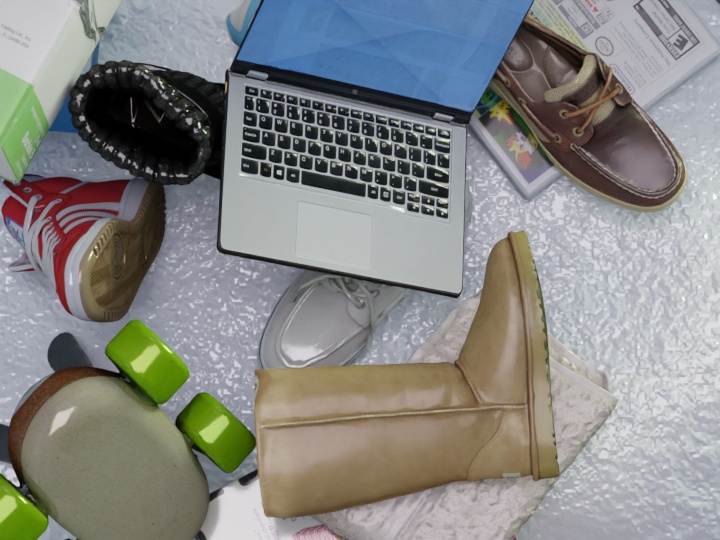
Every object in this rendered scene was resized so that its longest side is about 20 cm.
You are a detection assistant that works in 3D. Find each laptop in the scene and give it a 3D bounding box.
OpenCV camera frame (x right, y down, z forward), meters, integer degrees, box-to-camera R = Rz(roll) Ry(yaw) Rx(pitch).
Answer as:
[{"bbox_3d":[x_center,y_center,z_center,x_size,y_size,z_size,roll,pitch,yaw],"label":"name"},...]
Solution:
[{"bbox_3d":[0.015,-0.105,1.590,0.186,0.116,0.202,11,71,-25],"label":"laptop"}]

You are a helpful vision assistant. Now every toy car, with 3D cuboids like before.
[{"bbox_3d":[-0.199,0.109,1.634,0.164,0.158,0.200,-47,36,-8],"label":"toy car"}]

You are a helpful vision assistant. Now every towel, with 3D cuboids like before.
[{"bbox_3d":[0.070,0.121,1.621,0.132,0.034,0.200,36,81,10],"label":"towel"}]

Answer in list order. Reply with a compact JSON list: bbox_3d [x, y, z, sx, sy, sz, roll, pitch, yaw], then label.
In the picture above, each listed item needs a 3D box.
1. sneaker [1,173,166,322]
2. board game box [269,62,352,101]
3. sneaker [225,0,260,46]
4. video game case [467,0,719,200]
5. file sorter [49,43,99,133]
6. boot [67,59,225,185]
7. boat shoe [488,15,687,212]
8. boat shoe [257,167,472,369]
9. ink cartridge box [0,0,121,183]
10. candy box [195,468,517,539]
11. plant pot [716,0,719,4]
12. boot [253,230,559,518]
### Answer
[{"bbox_3d":[-0.208,-0.016,1.649,0.112,0.200,0.072,3,108,8],"label":"sneaker"},{"bbox_3d":[0.012,-0.204,1.684,0.134,0.034,0.201,26,78,-35],"label":"board game box"},{"bbox_3d":[-0.031,-0.242,1.734,0.080,0.077,0.201,14,68,30],"label":"sneaker"},{"bbox_3d":[0.132,-0.183,1.744,0.182,0.022,0.200,-37,81,-5],"label":"video game case"},{"bbox_3d":[-0.288,-0.179,1.702,0.198,0.139,0.124,3,75,3],"label":"file sorter"},{"bbox_3d":[-0.095,-0.094,1.658,0.209,0.158,0.080,10,94,-2],"label":"boot"},{"bbox_3d":[0.149,-0.120,1.684,0.072,0.072,0.200,-43,81,-6],"label":"boat shoe"},{"bbox_3d":[0.004,0.003,1.680,0.202,0.086,0.075,-43,80,-6],"label":"boat shoe"},{"bbox_3d":[-0.246,-0.184,1.587,0.145,0.084,0.201,26,75,9],"label":"ink cartridge box"},{"bbox_3d":[-0.005,0.183,1.658,0.199,0.061,0.137,-26,78,-4],"label":"candy box"},{"bbox_3d":[0.331,-0.277,1.697,0.199,0.134,0.202,-1,79,3],"label":"plant pot"},{"bbox_3d":[0.026,0.068,1.584,0.198,0.066,0.177,-5,78,3],"label":"boot"}]
